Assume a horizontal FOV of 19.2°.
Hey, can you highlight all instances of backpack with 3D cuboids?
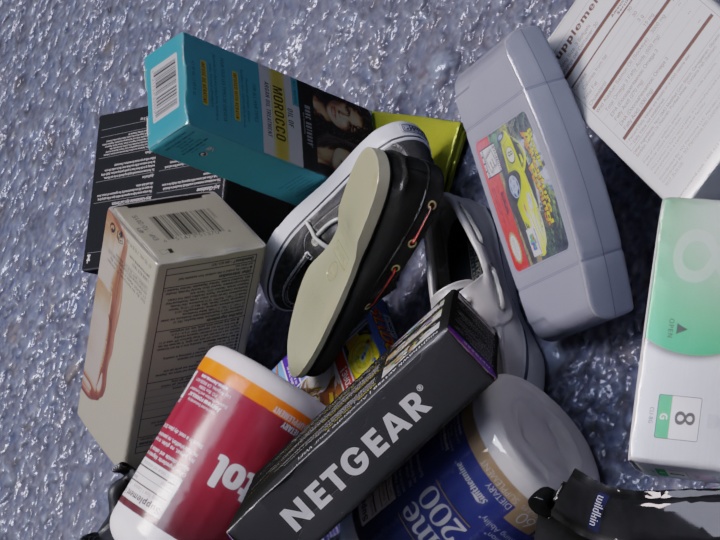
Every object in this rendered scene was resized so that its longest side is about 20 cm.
[{"bbox_3d":[0.202,0.193,1.241,0.199,0.126,0.168,-19,69,41],"label":"backpack"}]

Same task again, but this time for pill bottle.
[{"bbox_3d":[-0.110,0.166,1.546,0.113,0.113,0.201,22,79,52],"label":"pill bottle"},{"bbox_3d":[0.057,0.170,1.431,0.200,0.111,0.111,-43,43,26],"label":"pill bottle"}]

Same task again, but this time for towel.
[{"bbox_3d":[0.008,-0.084,1.701,0.199,0.018,0.087,11,85,50],"label":"towel"}]

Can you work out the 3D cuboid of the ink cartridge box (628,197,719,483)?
[{"bbox_3d":[0.264,0.047,1.231,0.198,0.050,0.162,4,76,21],"label":"ink cartridge box"}]

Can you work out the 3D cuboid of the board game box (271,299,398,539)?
[{"bbox_3d":[-0.011,0.128,1.591,0.135,0.034,0.201,-44,42,24],"label":"board game box"}]

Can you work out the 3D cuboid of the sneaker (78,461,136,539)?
[{"bbox_3d":[-0.159,0.236,1.619,0.078,0.139,0.201,-41,44,26],"label":"sneaker"}]

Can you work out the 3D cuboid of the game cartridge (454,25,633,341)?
[{"bbox_3d":[0.123,-0.057,1.430,0.133,0.041,0.201,-31,76,68],"label":"game cartridge"}]

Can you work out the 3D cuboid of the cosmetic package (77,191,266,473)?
[{"bbox_3d":[-0.151,0.048,1.672,0.087,0.103,0.201,44,132,41],"label":"cosmetic package"}]

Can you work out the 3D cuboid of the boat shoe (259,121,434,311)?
[{"bbox_3d":[-0.007,-0.024,1.635,0.199,0.073,0.068,-44,45,28],"label":"boat shoe"}]

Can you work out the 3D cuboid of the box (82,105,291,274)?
[{"bbox_3d":[-0.146,-0.067,1.801,0.199,0.078,0.142,-5,73,49],"label":"box"}]

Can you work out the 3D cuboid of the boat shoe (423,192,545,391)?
[{"bbox_3d":[0.077,0.032,1.517,0.073,0.065,0.201,-38,45,29],"label":"boat shoe"}]

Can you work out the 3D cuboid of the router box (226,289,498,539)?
[{"bbox_3d":[0.004,0.107,1.411,0.200,0.051,0.149,-43,3,10],"label":"router box"}]

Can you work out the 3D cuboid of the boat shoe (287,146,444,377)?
[{"bbox_3d":[0.001,0.002,1.561,0.202,0.063,0.074,-64,29,29],"label":"boat shoe"}]

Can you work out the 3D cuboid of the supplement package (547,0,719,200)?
[{"bbox_3d":[0.224,-0.113,1.383,0.118,0.116,0.200,-55,39,15],"label":"supplement package"}]

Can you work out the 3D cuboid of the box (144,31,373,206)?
[{"bbox_3d":[-0.074,-0.108,1.633,0.049,0.199,0.083,-28,57,39],"label":"box"}]
